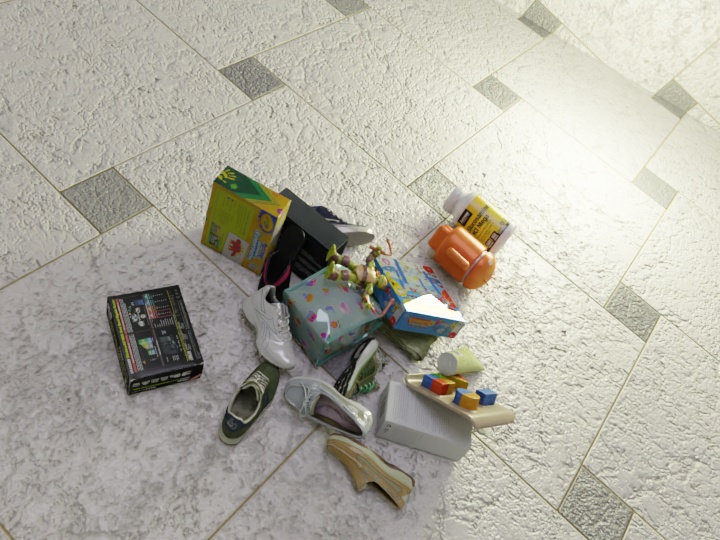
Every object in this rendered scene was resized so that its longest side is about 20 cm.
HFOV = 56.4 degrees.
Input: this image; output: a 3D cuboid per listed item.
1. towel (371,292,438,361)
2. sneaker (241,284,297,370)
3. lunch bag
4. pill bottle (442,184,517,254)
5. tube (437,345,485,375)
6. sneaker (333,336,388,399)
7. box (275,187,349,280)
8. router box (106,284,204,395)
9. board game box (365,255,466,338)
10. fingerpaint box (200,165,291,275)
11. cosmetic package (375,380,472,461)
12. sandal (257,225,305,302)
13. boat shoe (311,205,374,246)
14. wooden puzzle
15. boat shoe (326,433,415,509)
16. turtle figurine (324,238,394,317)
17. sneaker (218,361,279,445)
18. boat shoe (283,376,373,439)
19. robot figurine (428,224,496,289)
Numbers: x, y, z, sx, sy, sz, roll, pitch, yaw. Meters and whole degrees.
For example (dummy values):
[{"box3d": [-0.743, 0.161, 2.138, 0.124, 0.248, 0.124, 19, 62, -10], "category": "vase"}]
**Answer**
[{"box3d": [0.099, 0.116, 1.614, 0.199, 0.037, 0.148, 38, 46, 10], "category": "towel"}, {"box3d": [-0.186, 0.120, 1.439, 0.074, 0.087, 0.202, 8, 45, -55], "category": "sneaker"}, {"box3d": [-0.059, 0.089, 1.509, 0.198, 0.123, 0.171, -27, 66, -35], "category": "lunch bag"}, {"box3d": [0.330, -0.146, 1.877, 0.199, 0.113, 0.112, 40, 48, 12], "category": "pill bottle"}, {"box3d": [0.235, 0.210, 1.551, 0.199, 0.051, 0.060, 4, 85, -62], "category": "tube"}, {"box3d": [0.008, 0.238, 1.458, 0.088, 0.077, 0.201, 42, 51, -10], "category": "sneaker"}, {"box3d": [-0.140, -0.074, 1.593, 0.199, 0.142, 0.079, 39, 48, 10], "category": "box"}, {"box3d": [-0.415, 0.136, 1.353, 0.147, 0.063, 0.202, -9, 57, -30], "category": "router box"}, {"box3d": [0.126, 0.060, 1.589, 0.197, 0.056, 0.197, 12, 34, -37], "category": "board game box"}, {"box3d": [-0.263, -0.111, 1.527, 0.164, 0.202, 0.074, 28, 46, 2], "category": "fingerpaint box"}, {"box3d": [0.137, 0.322, 1.438, 0.196, 0.072, 0.103, 19, 46, -8], "category": "cosmetic package"}, {"box3d": [-0.184, -0.006, 1.508, 0.074, 0.204, 0.045, 21, 2, 15], "category": "sandal"}, {"box3d": [-0.061, -0.118, 1.706, 0.195, 0.075, 0.095, 1, 60, -22], "category": "boat shoe"}, {"box3d": [0.218, 0.264, 1.443, 0.198, 0.047, 0.183, 29, 12, 38], "category": "wooden puzzle"}, {"box3d": [0.011, 0.399, 1.327, 0.197, 0.072, 0.077, 30, 63, 4], "category": "boat shoe"}, {"box3d": [0.000, 0.000, 1.499, 0.158, 0.064, 0.204, 21, 59, -20], "category": "turtle figurine"}, {"box3d": [-0.210, 0.246, 1.334, 0.066, 0.091, 0.201, 29, 47, 3], "category": "sneaker"}, {"box3d": [-0.070, 0.278, 1.359, 0.199, 0.076, 0.065, 27, 12, 10], "category": "boat shoe"}, {"box3d": [0.272, -0.034, 1.758, 0.200, 0.144, 0.116, 43, 71, 14], "category": "robot figurine"}]
